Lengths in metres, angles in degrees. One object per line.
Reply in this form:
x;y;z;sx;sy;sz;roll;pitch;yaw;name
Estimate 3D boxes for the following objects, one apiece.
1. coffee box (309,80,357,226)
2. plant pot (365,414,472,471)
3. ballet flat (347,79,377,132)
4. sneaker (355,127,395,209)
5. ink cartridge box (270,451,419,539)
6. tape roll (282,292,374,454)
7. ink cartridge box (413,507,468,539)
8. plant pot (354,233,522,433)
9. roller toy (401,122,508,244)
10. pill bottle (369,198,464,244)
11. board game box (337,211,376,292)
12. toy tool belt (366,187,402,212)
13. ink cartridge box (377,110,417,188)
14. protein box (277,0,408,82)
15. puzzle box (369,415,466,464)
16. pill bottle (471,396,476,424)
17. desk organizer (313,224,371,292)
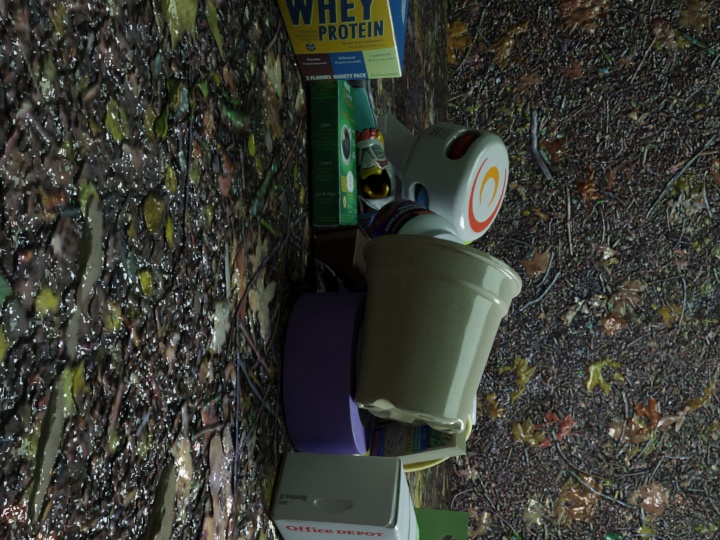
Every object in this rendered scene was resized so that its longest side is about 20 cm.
-0.036;-0.163;1.008;0.123;0.043;0.205;-19;108;-78;coffee box
0.065;0.187;1.167;0.191;0.196;0.203;-99;178;-47;plant pot
-0.018;-0.291;1.087;0.073;0.070;0.204;-75;161;-51;ballet flat
0.017;-0.140;1.147;0.200;0.076;0.084;57;20;-67;sneaker
-0.010;0.304;0.863;0.202;0.142;0.085;77;17;-47;ink cartridge box
-0.031;0.129;0.922;0.200;0.083;0.205;0;90;-77;tape roll
0.056;0.397;1.047;0.147;0.195;0.049;-78;163;-46;ink cartridge box
0.077;0.084;0.850;0.201;0.196;0.187;59;43;-67;plant pot
0.160;-0.157;1.241;0.181;0.138;0.204;11;98;-59;roller toy
0.089;-0.038;1.101;0.200;0.109;0.114;-135;-141;-68;pill bottle
0.000;0.000;1.191;0.200;0.036;0.155;-53;141;-70;board game box
0.073;-0.059;1.366;0.201;0.122;0.125;63;42;-61;toy tool belt
0.080;-0.199;1.376;0.117;0.067;0.200;47;-5;21;ink cartridge box
-0.018;-0.380;0.886;0.201;0.132;0.203;69;23;-58;protein box
0.078;0.150;0.945;0.025;0.131;0.203;40;43;-38;puzzle box
0.114;0.237;1.334;0.112;0.195;0.115;-1;90;-78;pill bottle
0.003;0.024;1.020;0.200;0.070;0.079;50;41;-52;desk organizer
